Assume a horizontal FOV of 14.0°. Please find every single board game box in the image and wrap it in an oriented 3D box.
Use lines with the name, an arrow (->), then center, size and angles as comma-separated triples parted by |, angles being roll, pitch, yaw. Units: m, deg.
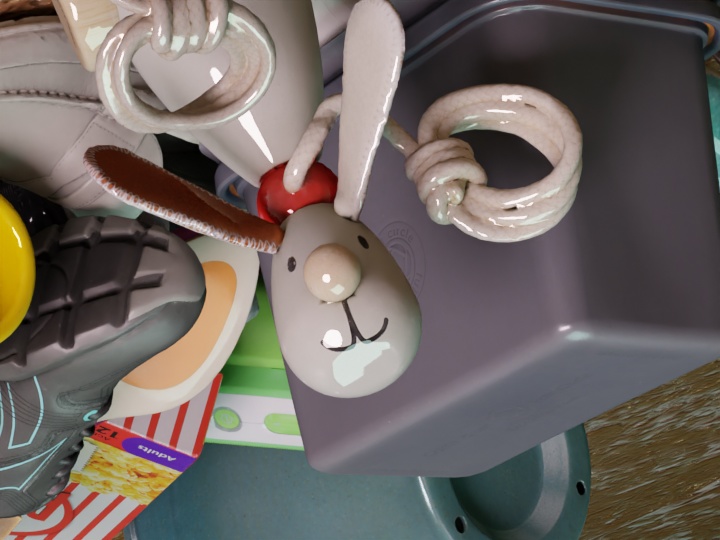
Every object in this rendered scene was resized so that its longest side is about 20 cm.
board game box -> -0.169, 0.072, 1.367 | 0.151, 0.047, 0.200 | 22, 152, -13

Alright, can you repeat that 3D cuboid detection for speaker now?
speaker -> -0.029, 0.045, 1.394 | 0.198, 0.089, 0.088 | 4, 172, 16

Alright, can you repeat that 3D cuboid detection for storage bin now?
storage bin -> 0.051, -0.011, 1.044 | 0.145, 0.135, 0.200 | 4, 158, -37

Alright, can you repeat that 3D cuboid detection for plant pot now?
plant pot -> 0.010, 0.110, 1.518 | 0.187, 0.202, 0.199 | -15, 173, 43

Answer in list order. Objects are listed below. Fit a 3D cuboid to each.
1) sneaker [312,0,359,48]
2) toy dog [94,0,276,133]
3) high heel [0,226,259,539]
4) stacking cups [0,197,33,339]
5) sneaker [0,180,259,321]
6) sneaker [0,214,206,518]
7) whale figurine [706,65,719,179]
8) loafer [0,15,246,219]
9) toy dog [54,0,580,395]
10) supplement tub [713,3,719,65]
sneaker -> 0.009, -0.096, 1.104 | 0.099, 0.075, 0.200 | -18, 161, 26
toy dog -> -0.105, -0.114, 0.808 | 0.199, 0.097, 0.132 | -2, 135, -36
high heel -> -0.112, 0.031, 1.186 | 0.067, 0.096, 0.200 | 29, 117, -24
stacking cups -> -0.200, 0.012, 1.090 | 0.060, 0.061, 0.199 | -8, 177, -41
sneaker -> -0.121, -0.006, 1.240 | 0.113, 0.076, 0.200 | -22, 160, 12
sneaker -> -0.127, 0.042, 1.100 | 0.199, 0.076, 0.079 | -24, 125, 32
whale figurine -> 0.143, -0.019, 1.435 | 0.158, 0.104, 0.200 | 23, 144, -17
loafer -> -0.099, -0.051, 1.092 | 0.070, 0.070, 0.199 | -30, 163, 37
toy dog -> -0.034, -0.067, 0.912 | 0.132, 0.200, 0.096 | -42, 152, -12
supplement tub -> 0.198, -0.113, 1.206 | 0.106, 0.108, 0.200 | -25, 165, 19
